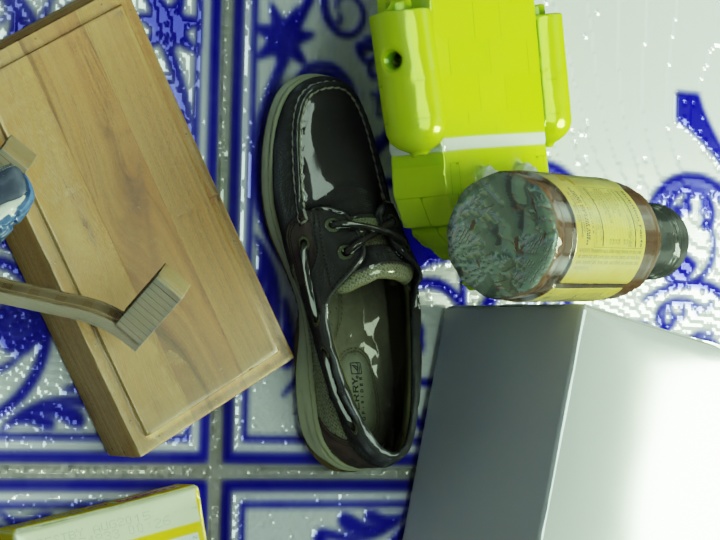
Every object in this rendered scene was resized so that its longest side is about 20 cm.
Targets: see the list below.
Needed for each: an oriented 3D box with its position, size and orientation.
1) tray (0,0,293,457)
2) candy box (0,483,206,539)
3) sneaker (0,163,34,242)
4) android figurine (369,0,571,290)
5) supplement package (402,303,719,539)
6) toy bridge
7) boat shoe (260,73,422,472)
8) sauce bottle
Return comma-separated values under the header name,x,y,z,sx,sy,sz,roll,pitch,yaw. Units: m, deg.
name,x,y,z,sx,sy,sz,roll,pitch,yaw
tray,-0.115,-0.023,1.296,0.098,0.037,0.201,-32,107,-29
candy box,-0.109,0.210,1.300,0.102,0.026,0.201,-11,95,-31
sneaker,-0.239,-0.019,1.175,0.199,0.077,0.085,-20,87,-16
android figurine,0.056,-0.091,1.374,0.182,0.041,0.201,-5,89,-62
supplement package,0.104,0.126,1.385,0.119,0.121,0.201,16,81,-32
toy bridge,-0.175,-0.031,1.238,0.200,0.027,0.067,39,106,-9
boat shoe,0.000,0.000,1.353,0.073,0.065,0.201,-12,94,-31
sauce bottle,0.110,-0.015,1.365,0.200,0.064,0.065,4,86,-64
